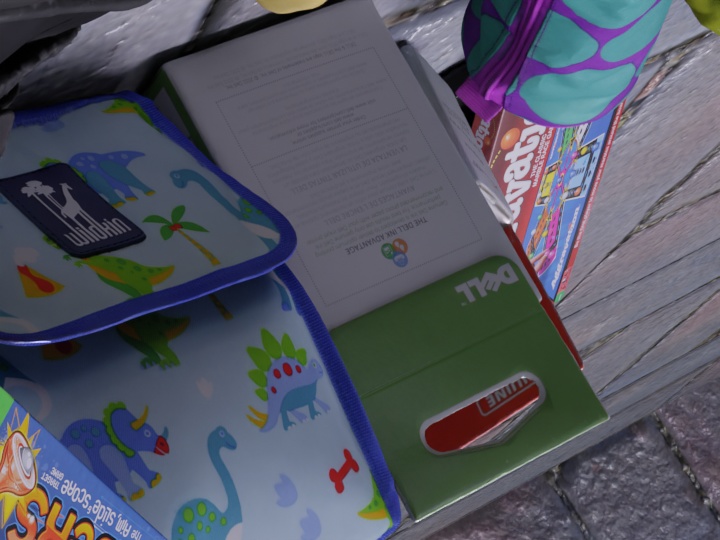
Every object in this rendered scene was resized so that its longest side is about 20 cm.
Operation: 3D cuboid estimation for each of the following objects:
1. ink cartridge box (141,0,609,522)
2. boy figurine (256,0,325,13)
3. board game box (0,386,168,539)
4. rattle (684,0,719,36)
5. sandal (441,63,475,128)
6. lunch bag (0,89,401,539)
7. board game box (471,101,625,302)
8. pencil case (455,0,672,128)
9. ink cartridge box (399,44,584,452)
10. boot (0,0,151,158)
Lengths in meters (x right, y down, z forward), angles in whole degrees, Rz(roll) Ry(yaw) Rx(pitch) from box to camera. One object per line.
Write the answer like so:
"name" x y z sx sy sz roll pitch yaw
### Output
"ink cartridge box" 0.000 0.000 0.873 0.103 0.201 0.059 -23 167 -33
"boy figurine" 0.004 -0.145 0.637 0.124 0.065 0.200 -26 168 -26
"board game box" -0.157 0.048 0.638 0.035 0.199 0.136 -63 146 -19
"rattle" 0.223 -0.192 0.992 0.201 0.130 0.143 -63 169 16
"sandal" 0.004 -0.033 1.130 0.200 0.045 0.075 -38 167 29
"lunch bag" -0.101 0.038 0.780 0.127 0.201 0.169 -30 172 40
"board game box" 0.089 -0.050 1.141 0.102 0.019 0.201 -22 140 -37
"pencil case" 0.086 -0.124 0.873 0.092 0.085 0.200 -45 170 -12
"ink cartridge box" -0.021 0.022 0.981 0.199 0.174 0.044 -34 140 12
"boot" -0.143 -0.057 0.581 0.157 0.080 0.211 -36 168 20
